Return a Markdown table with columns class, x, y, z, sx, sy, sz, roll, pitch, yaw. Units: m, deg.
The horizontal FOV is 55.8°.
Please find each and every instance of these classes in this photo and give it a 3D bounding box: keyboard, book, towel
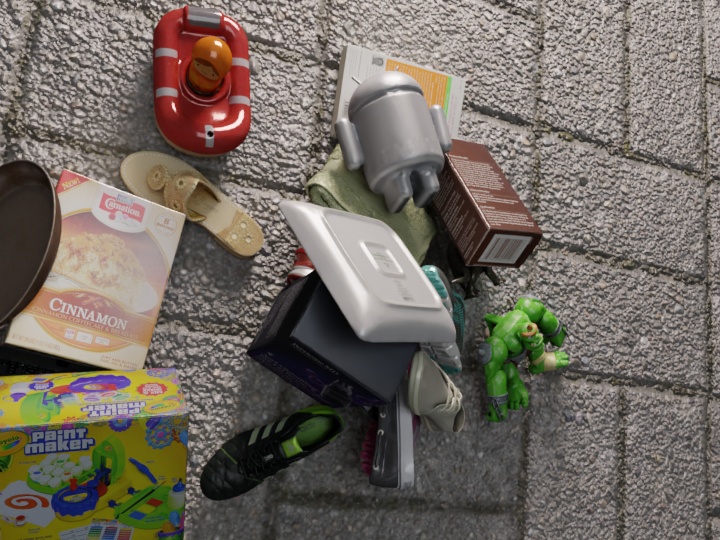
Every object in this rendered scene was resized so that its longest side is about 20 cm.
| class | x | y | z | sx | sy | sz | roll | pitch | yaw |
| --- | --- | --- | --- | --- | --- | --- | --- | --- | --- |
| keyboard | -0.351 | 0.149 | 0.769 | 0.196 | 0.040 | 0.106 | 18 | 117 | -21 |
| book | 0.058 | -0.247 | 1.033 | 0.195 | 0.048 | 0.137 | 12 | 81 | -20 |
| towel | 0.022 | -0.088 | 0.967 | 0.199 | 0.036 | 0.149 | 41 | 42 | -10 |

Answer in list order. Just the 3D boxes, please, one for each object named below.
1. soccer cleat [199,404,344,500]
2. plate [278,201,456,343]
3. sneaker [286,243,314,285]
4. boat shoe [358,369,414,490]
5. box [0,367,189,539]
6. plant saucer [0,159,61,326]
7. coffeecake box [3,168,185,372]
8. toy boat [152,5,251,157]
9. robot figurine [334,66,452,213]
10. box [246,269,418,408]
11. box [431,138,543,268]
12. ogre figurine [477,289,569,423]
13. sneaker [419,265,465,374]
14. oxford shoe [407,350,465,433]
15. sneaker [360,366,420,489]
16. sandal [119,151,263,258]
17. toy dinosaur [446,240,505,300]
| class | x | y | z | sx | sy | sz | roll | pitch | yaw |
| --- | --- | --- | --- | --- | --- | --- | --- | --- | --- |
| soccer cleat | -0.111 | 0.227 | 0.864 | 0.197 | 0.081 | 0.069 | -25 | 91 | -23 |
| plate | 0.019 | -0.003 | 0.794 | 0.197 | 0.032 | 0.202 | 10 | 41 | -52 |
| sneaker | 0.000 | 0.000 | 0.952 | 0.197 | 0.078 | 0.118 | 27 | 65 | -27 |
| boat shoe | 0.030 | 0.177 | 0.869 | 0.064 | 0.070 | 0.205 | 0 | 60 | -3 |
| box | -0.294 | 0.223 | 0.733 | 0.195 | 0.122 | 0.198 | 1 | 105 | -23 |
| plant saucer | -0.395 | -0.023 | 0.751 | 0.032 | 0.196 | 0.205 | 32 | 66 | -55 |
| coffeecake box | -0.313 | 0.007 | 0.811 | 0.151 | 0.073 | 0.205 | 20 | 74 | -27 |
| toy boat | -0.199 | -0.253 | 0.878 | 0.127 | 0.130 | 0.206 | -1 | 81 | -22 |
| robot figurine | 0.048 | -0.186 | 0.937 | 0.166 | 0.113 | 0.205 | -12 | 76 | -22 |
| box | -0.038 | 0.088 | 0.852 | 0.147 | 0.199 | 0.106 | 35 | 67 | -13 |
| box | 0.164 | -0.099 | 0.972 | 0.098 | 0.076 | 0.203 | 3 | 46 | -28 |
| ogre figurine | 0.238 | 0.122 | 1.027 | 0.198 | 0.098 | 0.121 | -35 | 113 | -8 |
| sneaker | 0.110 | 0.054 | 0.956 | 0.076 | 0.203 | 0.092 | 9 | 50 | 22 |
| oxford shoe | 0.098 | 0.157 | 0.858 | 0.056 | 0.201 | 0.077 | 6 | 62 | 21 |
| sneaker | 0.044 | 0.208 | 0.940 | 0.079 | 0.089 | 0.203 | 14 | 54 | 9 |
| sandal | -0.209 | -0.095 | 0.881 | 0.210 | 0.069 | 0.079 | 36 | 68 | -14 |
| toy dinosaur | 0.159 | -0.014 | 1.005 | 0.198 | 0.076 | 0.105 | -20 | 87 | -49 |
